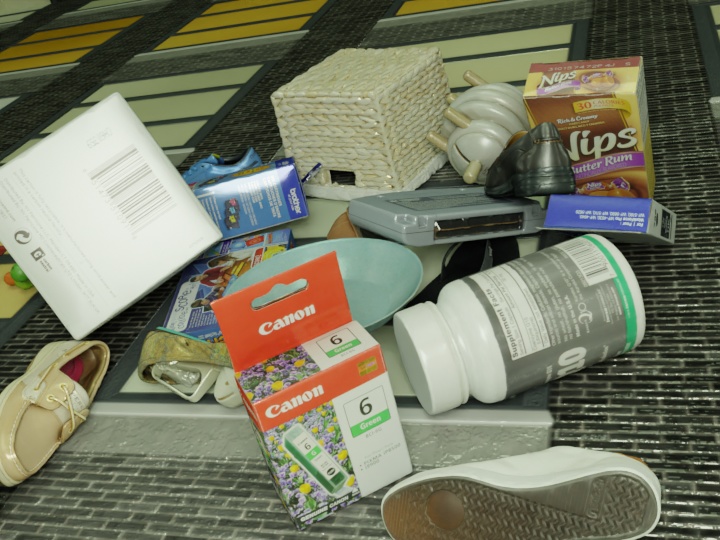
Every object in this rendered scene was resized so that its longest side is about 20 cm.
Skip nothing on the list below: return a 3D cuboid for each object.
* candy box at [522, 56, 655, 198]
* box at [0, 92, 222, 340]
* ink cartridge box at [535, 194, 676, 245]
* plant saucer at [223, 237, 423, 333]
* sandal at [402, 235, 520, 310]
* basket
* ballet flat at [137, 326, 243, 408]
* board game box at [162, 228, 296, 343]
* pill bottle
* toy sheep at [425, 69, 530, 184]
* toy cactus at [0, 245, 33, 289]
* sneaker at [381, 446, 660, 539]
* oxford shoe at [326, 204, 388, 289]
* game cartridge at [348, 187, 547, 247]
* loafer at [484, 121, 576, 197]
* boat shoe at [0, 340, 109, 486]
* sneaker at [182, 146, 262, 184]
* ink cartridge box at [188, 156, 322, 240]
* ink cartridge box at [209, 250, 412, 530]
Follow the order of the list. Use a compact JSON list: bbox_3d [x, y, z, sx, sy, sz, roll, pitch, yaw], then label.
[{"bbox_3d":[0.258,-0.143,0.915,0.116,0.200,0.057,3,56,27],"label":"candy box"},{"bbox_3d":[-0.294,-0.060,0.941,0.200,0.199,0.131,-37,7,-8],"label":"box"},{"bbox_3d":[0.251,-0.050,0.826,0.099,0.039,0.200,5,2,27],"label":"ink cartridge box"},{"bbox_3d":[-0.035,0.029,0.808,0.200,0.039,0.201,-9,27,4],"label":"plant saucer"},{"bbox_3d":[0.115,0.001,0.889,0.076,0.043,0.200,7,34,32],"label":"sandal"},{"bbox_3d":[0.013,-0.213,1.175,0.198,0.161,0.200,8,35,34],"label":"basket"},{"bbox_3d":[-0.142,0.102,0.821,0.200,0.071,0.071,6,36,29],"label":"ballet flat"},{"bbox_3d":[-0.150,0.023,0.972,0.135,0.035,0.200,-10,31,8],"label":"board game box"},{"bbox_3d":[0.138,0.049,0.735,0.200,0.113,0.113,-19,31,-8],"label":"pill bottle"},{"bbox_3d":[0.166,-0.182,1.092,0.138,0.138,0.200,5,49,29],"label":"toy sheep"},{"bbox_3d":[-0.410,-0.034,1.135,0.200,0.103,0.165,4,24,43],"label":"toy cactus"},{"bbox_3d":[0.118,0.172,0.608,0.200,0.073,0.085,-9,0,20],"label":"sneaker"},{"bbox_3d":[0.000,0.000,0.941,0.071,0.071,0.200,-40,30,16],"label":"oxford shoe"},{"bbox_3d":[0.095,-0.064,0.929,0.200,0.042,0.133,-7,14,-29],"label":"game cartridge"},{"bbox_3d":[0.182,-0.116,0.897,0.073,0.073,0.200,-4,4,-9],"label":"loafer"},{"bbox_3d":[-0.304,0.129,0.824,0.069,0.074,0.200,-15,29,10],"label":"boat shoe"},{"bbox_3d":[-0.243,-0.135,1.232,0.200,0.079,0.066,-15,32,1],"label":"sneaker"},{"bbox_3d":[-0.144,-0.096,1.097,0.199,0.077,0.136,-14,13,-4],"label":"ink cartridge box"},{"bbox_3d":[-0.034,0.096,0.641,0.109,0.200,0.050,-24,31,-16],"label":"ink cartridge box"}]
